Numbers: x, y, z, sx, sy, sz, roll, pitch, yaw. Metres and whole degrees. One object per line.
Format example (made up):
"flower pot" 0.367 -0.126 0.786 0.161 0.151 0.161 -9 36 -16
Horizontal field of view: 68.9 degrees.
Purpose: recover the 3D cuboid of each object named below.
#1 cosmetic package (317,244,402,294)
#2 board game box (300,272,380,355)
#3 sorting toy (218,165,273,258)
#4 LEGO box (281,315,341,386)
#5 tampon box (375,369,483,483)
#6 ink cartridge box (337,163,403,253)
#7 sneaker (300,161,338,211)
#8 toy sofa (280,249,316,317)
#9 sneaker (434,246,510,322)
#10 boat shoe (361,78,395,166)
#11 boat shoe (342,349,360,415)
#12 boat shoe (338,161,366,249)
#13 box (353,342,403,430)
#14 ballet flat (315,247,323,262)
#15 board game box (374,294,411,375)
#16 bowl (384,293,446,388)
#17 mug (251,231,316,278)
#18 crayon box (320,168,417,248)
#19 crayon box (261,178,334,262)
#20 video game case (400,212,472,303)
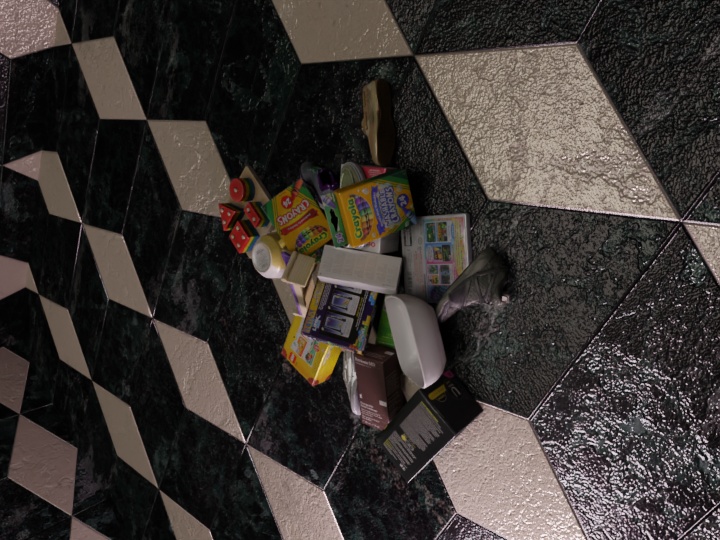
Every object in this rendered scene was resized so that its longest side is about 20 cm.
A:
"cosmetic package" 0.000 0.000 1.274 0.194 0.051 0.085 11 71 11
"board game box" -0.042 0.088 1.308 0.161 0.057 0.205 14 75 13
"sorting toy" -0.356 -0.175 1.606 0.201 0.069 0.201 54 126 19
"LEGO box" -0.127 0.192 1.475 0.148 0.076 0.204 38 119 28
"tampon box" 0.158 0.358 1.223 0.127 0.148 0.202 48 123 20
"ink cartridge box" 0.022 -0.152 1.290 0.143 0.082 0.206 13 105 37
"sneaker" -0.099 -0.243 1.352 0.201 0.073 0.089 55 149 38
"toy sofa" -0.158 0.040 1.339 0.095 0.084 0.202 16 152 12
"sneaker" 0.246 0.059 1.127 0.115 0.076 0.200 47 106 17
"boat shoe" 0.039 -0.348 1.258 0.063 0.070 0.207 -4 85 43
"boat shoe" -0.017 0.279 1.406 0.065 0.071 0.207 2 98 43
"boat shoe" -0.020 -0.152 1.230 0.071 0.061 0.206 -6 93 39
"box" 0.049 0.298 1.330 0.098 0.074 0.206 8 112 40
"ballet flat" -0.064 0.000 1.408 0.072 0.071 0.203 -40 72 36
"board game box" 0.085 0.169 1.330 0.094 0.030 0.206 23 110 34
"bowl" 0.127 0.146 1.191 0.199 0.073 0.206 -175 69 -78
"mug" -0.216 -0.061 1.457 0.148 0.151 0.191 31 115 31
"crayon box" 0.022 -0.137 1.181 0.052 0.195 0.129 -143 35 -67
"crayon box" -0.148 -0.114 1.340 0.125 0.051 0.202 -34 101 -2
"video game case" 0.177 -0.025 1.224 0.178 0.023 0.207 0 97 39
